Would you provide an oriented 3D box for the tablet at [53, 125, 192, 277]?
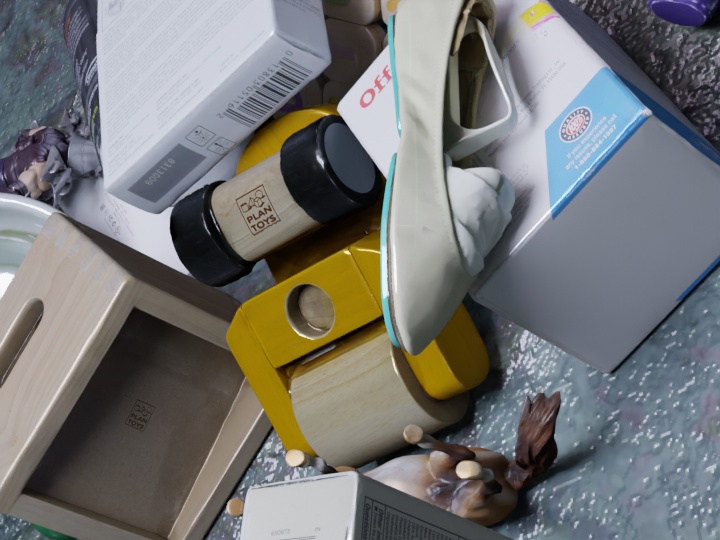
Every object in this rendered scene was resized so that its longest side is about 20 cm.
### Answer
[{"bbox_3d":[-0.149,-0.060,1.328,0.130,0.014,0.200,-52,44,10],"label":"tablet"}]

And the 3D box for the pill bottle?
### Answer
[{"bbox_3d":[-0.144,-0.143,1.287,0.106,0.106,0.200,-43,42,19],"label":"pill bottle"}]

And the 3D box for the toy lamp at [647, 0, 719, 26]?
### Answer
[{"bbox_3d":[0.202,-0.232,1.047,0.058,0.058,0.201,6,74,45],"label":"toy lamp"}]

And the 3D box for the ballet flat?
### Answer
[{"bbox_3d":[0.045,-0.055,0.922,0.069,0.069,0.201,-21,56,35],"label":"ballet flat"}]

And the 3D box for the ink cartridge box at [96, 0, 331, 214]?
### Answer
[{"bbox_3d":[-0.095,-0.156,1.134,0.160,0.047,0.201,-39,42,33],"label":"ink cartridge box"}]

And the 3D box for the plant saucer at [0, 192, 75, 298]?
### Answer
[{"bbox_3d":[-0.249,0.048,1.289,0.199,0.050,0.201,0,88,2],"label":"plant saucer"}]

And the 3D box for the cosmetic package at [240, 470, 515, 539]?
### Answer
[{"bbox_3d":[0.032,0.173,0.895,0.073,0.200,0.104,-13,60,39],"label":"cosmetic package"}]

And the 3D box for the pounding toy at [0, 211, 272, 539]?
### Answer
[{"bbox_3d":[-0.178,0.081,1.157,0.142,0.184,0.201,36,96,47],"label":"pounding toy"}]

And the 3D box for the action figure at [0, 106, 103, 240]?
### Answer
[{"bbox_3d":[-0.268,-0.062,1.357,0.199,0.070,0.130,-10,19,7],"label":"action figure"}]

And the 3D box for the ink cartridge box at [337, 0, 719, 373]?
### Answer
[{"bbox_3d":[0.094,-0.070,1.015,0.129,0.125,0.200,-47,45,15],"label":"ink cartridge box"}]

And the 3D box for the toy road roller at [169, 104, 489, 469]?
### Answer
[{"bbox_3d":[0.000,0.000,1.098,0.123,0.146,0.201,-27,89,32],"label":"toy road roller"}]

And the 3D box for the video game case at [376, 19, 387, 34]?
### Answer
[{"bbox_3d":[-0.009,-0.206,1.261,0.200,0.023,0.182,-47,44,16],"label":"video game case"}]

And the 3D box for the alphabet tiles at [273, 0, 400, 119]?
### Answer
[{"bbox_3d":[-0.023,-0.176,1.149,0.195,0.015,0.201,21,124,41],"label":"alphabet tiles"}]

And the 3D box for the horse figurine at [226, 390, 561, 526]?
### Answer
[{"bbox_3d":[0.023,0.114,1.006,0.199,0.132,0.050,-14,70,18],"label":"horse figurine"}]
